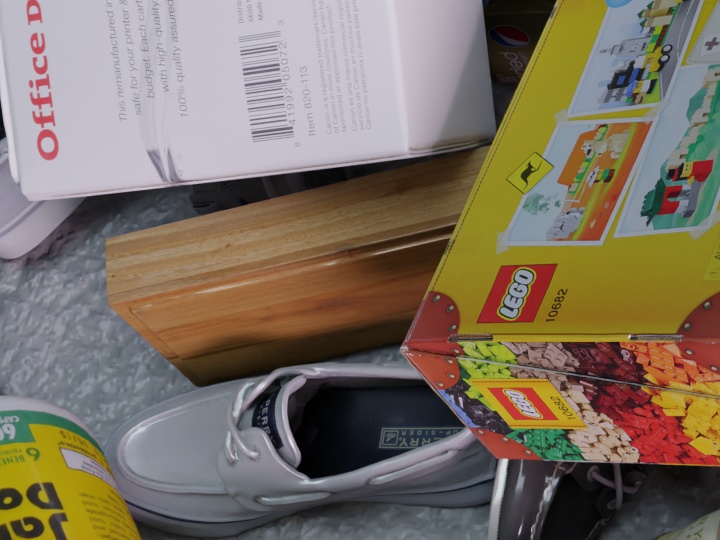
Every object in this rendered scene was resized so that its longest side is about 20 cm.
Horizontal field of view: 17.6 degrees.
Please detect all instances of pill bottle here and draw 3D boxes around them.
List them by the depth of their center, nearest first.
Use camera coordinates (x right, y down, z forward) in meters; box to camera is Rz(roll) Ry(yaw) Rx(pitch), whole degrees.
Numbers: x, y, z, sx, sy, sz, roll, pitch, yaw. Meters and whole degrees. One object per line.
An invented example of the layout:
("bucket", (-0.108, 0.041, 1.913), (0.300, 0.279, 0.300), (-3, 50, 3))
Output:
("pill bottle", (-0.129, 0.154, 0.938), (0.112, 0.113, 0.200), (-34, 46, 3))

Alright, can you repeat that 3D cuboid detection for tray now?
("tray", (0.000, 0.000, 1.014), (0.199, 0.099, 0.037), (-14, 62, 15))

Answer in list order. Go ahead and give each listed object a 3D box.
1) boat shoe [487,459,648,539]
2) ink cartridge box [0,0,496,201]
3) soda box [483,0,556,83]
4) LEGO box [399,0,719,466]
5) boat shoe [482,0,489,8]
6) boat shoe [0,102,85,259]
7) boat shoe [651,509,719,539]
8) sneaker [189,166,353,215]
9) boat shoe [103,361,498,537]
("boat shoe", (0.109, 0.047, 0.966), (0.057, 0.067, 0.201), (10, 65, 31))
("ink cartridge box", (-0.054, -0.113, 0.985), (0.199, 0.083, 0.148), (-5, 94, 31))
("soda box", (0.098, -0.189, 1.091), (0.067, 0.064, 0.201), (0, 66, 23))
("LEGO box", (0.125, -0.030, 0.880), (0.148, 0.077, 0.201), (-2, 52, 42))
("boat shoe", (0.040, -0.171, 1.031), (0.200, 0.069, 0.084), (35, 73, 31))
("boat shoe", (-0.135, -0.093, 1.102), (0.200, 0.068, 0.072), (-42, 38, 23))
("boat shoe", (0.163, 0.181, 0.841), (0.063, 0.073, 0.201), (-36, 76, 43))
("sneaker", (-0.049, -0.117, 1.108), (0.082, 0.075, 0.201), (-11, 57, 24))
("boat shoe", (-0.028, 0.068, 1.010), (0.199, 0.065, 0.074), (-10, 62, 17))
